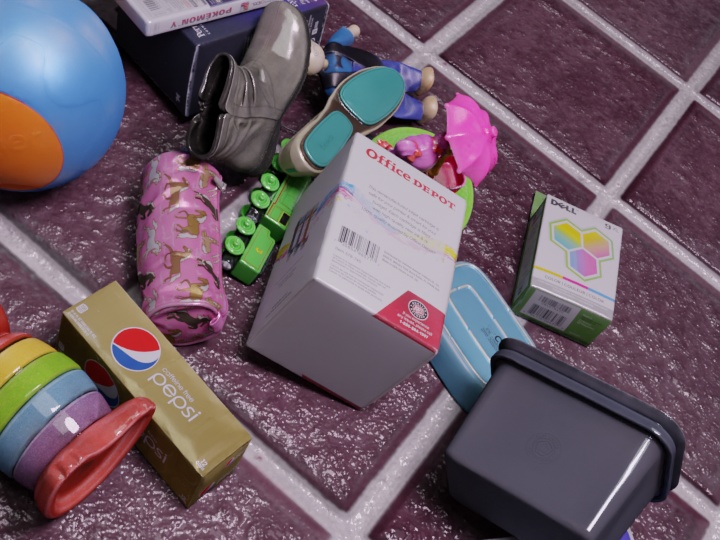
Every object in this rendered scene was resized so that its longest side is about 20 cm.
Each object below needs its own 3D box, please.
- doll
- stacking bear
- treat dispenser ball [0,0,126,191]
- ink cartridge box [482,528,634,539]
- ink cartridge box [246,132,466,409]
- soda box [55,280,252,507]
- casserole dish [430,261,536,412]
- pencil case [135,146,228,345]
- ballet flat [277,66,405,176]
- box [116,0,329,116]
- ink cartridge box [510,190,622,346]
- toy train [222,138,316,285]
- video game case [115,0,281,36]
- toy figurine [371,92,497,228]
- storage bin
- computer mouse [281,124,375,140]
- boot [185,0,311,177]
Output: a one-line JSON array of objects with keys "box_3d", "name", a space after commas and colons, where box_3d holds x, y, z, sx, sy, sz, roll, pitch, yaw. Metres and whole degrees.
[{"box_3d": [0.001, -0.237, 1.271, 0.197, 0.048, 0.139, 8, 68, -35], "name": "doll"}, {"box_3d": [-0.292, 0.100, 0.891, 0.200, 0.114, 0.121, 43, 41, 8], "name": "stacking bear"}, {"box_3d": [-0.328, -0.179, 1.023, 0.198, 0.202, 0.203, 11, 52, -15], "name": "treat dispenser ball"}, {"box_3d": [0.193, 0.342, 0.969, 0.195, 0.044, 0.202, 0, 54, -23], "name": "ink cartridge box"}, {"box_3d": [0.000, 0.000, 1.055, 0.144, 0.145, 0.202, 30, 49, -16], "name": "ink cartridge box"}, {"box_3d": [-0.190, 0.111, 0.958, 0.200, 0.068, 0.064, 46, 51, 13], "name": "soda box"}, {"box_3d": [0.124, 0.067, 1.144, 0.120, 0.039, 0.201, -19, 66, -32], "name": "casserole dish"}, {"box_3d": [-0.178, -0.023, 1.054, 0.082, 0.086, 0.203, 29, 43, -41], "name": "pencil case"}, {"box_3d": [-0.023, -0.166, 1.190, 0.069, 0.070, 0.200, 39, 52, 9], "name": "ballet flat"}, {"box_3d": [-0.162, -0.288, 1.229, 0.199, 0.105, 0.148, -29, 64, -36], "name": "box"}, {"box_3d": [0.249, -0.021, 1.245, 0.102, 0.060, 0.202, 23, 50, -5], "name": "ink cartridge box"}, {"box_3d": [-0.098, -0.067, 1.147, 0.056, 0.042, 0.201, 33, 49, -10], "name": "toy train"}, {"box_3d": [-0.212, -0.345, 1.174, 0.181, 0.023, 0.200, -24, 59, -34], "name": "video game case"}, {"box_3d": [0.065, -0.120, 1.139, 0.197, 0.184, 0.153, -7, 75, -20], "name": "toy figurine"}, {"box_3d": [0.179, 0.185, 0.988, 0.198, 0.147, 0.134, 28, 58, 30], "name": "storage bin"}, {"box_3d": [-0.061, -0.167, 1.238, 0.197, 0.034, 0.059, 18, 52, -9], "name": "computer mouse"}, {"box_3d": [-0.114, -0.200, 1.093, 0.067, 0.130, 0.203, 13, 86, 18], "name": "boot"}]
